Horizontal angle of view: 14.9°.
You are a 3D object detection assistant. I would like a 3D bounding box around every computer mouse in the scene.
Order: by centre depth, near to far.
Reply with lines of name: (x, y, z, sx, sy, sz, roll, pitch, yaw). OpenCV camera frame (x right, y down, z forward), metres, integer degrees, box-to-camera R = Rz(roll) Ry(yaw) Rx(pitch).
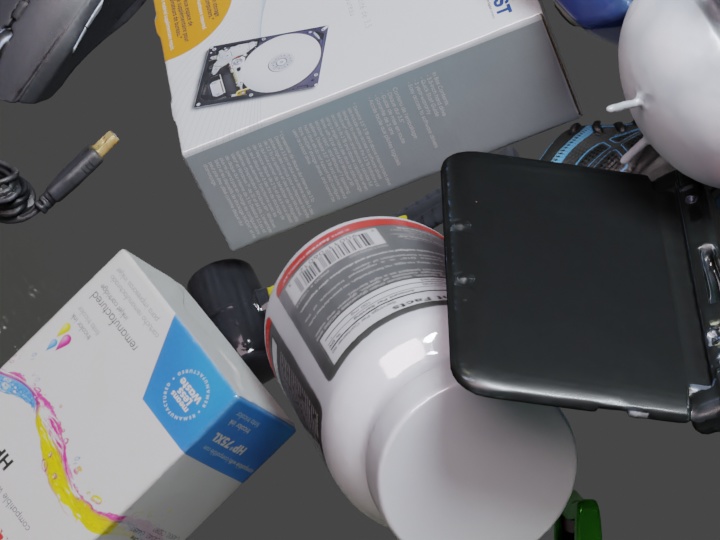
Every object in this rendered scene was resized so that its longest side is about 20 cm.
computer mouse: (-0.174, -0.123, 1.566, 0.200, 0.046, 0.140, -44, 58, -8)

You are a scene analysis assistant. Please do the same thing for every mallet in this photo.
mallet: (0.000, 0.000, 1.428, 0.200, 0.041, 0.066, -23, 61, 21)

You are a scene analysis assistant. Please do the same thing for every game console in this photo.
game console: (0.125, 0.042, 1.282, 0.116, 0.176, 0.200, -20, 31, 13)

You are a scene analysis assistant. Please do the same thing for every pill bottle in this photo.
pill bottle: (0.028, 0.058, 1.321, 0.116, 0.116, 0.200, -33, 25, -1)

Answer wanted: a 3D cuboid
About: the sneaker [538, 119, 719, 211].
sneaker: (0.142, -0.054, 1.416, 0.200, 0.073, 0.082, -30, 58, 0)

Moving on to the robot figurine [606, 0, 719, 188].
robot figurine: (0.205, -0.112, 1.287, 0.200, 0.170, 0.113, -30, 56, 1)

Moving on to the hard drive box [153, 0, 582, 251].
hard drive box: (0.000, -0.117, 1.466, 0.200, 0.077, 0.156, -21, 40, 5)

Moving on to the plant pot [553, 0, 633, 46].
plant pot: (0.158, -0.222, 1.404, 0.180, 0.200, 0.200, -43, 70, 18)

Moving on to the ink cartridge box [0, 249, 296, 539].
ink cartridge box: (-0.147, 0.103, 1.408, 0.200, 0.067, 0.116, -45, 59, 6)

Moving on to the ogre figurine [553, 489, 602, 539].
ogre figurine: (0.113, 0.160, 1.280, 0.200, 0.098, 0.120, -21, 16, -4)
